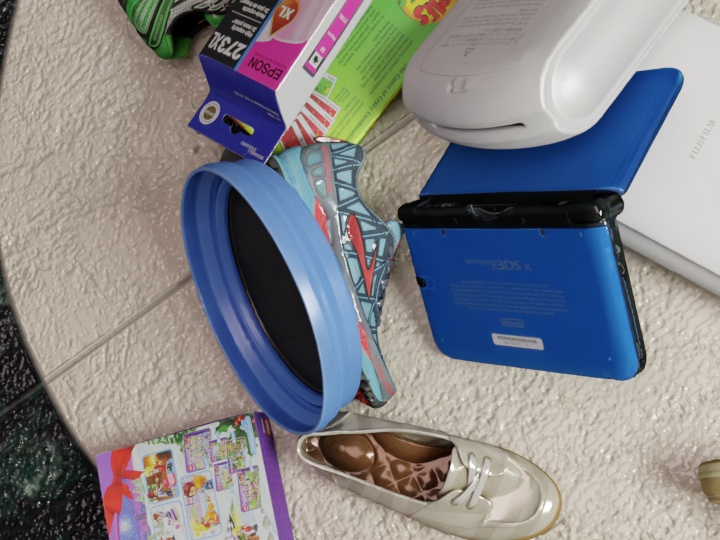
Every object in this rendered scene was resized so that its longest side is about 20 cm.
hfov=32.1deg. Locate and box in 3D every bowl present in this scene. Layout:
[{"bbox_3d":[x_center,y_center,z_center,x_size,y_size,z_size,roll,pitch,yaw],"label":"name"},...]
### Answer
[{"bbox_3d":[-0.064,0.017,0.887,0.039,0.201,0.202,-23,71,-25],"label":"bowl"}]

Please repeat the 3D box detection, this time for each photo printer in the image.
[{"bbox_3d":[0.127,-0.165,0.848,0.201,0.070,0.166,-52,30,-17],"label":"photo printer"},{"bbox_3d":[0.246,-0.079,0.866,0.198,0.069,0.168,31,90,19],"label":"photo printer"}]

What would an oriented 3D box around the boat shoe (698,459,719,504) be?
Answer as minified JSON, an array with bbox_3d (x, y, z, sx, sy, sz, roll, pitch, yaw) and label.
[{"bbox_3d":[0.314,0.166,0.803,0.197,0.073,0.064,12,81,17],"label":"boat shoe"}]

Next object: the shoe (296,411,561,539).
[{"bbox_3d":[0.045,0.148,0.895,0.197,0.053,0.071,13,84,18],"label":"shoe"}]

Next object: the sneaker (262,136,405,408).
[{"bbox_3d":[0.000,0.000,0.906,0.095,0.079,0.203,-24,104,-21],"label":"sneaker"}]

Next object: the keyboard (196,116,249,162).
[{"bbox_3d":[-0.055,-0.143,0.991,0.103,0.040,0.202,27,90,-2],"label":"keyboard"}]

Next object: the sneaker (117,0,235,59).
[{"bbox_3d":[-0.098,-0.242,1.001,0.199,0.078,0.086,-34,80,18],"label":"sneaker"}]

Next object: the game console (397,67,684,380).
[{"bbox_3d":[0.132,-0.032,0.861,0.199,0.117,0.173,3,114,54],"label":"game console"}]

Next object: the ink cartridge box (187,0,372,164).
[{"bbox_3d":[-0.051,-0.178,0.896,0.094,0.037,0.202,29,87,40],"label":"ink cartridge box"}]

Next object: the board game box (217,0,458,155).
[{"bbox_3d":[-0.007,-0.169,0.948,0.101,0.048,0.201,39,91,-3],"label":"board game box"}]

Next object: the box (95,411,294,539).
[{"bbox_3d":[-0.116,0.220,0.937,0.135,0.039,0.203,-15,77,13],"label":"box"}]
